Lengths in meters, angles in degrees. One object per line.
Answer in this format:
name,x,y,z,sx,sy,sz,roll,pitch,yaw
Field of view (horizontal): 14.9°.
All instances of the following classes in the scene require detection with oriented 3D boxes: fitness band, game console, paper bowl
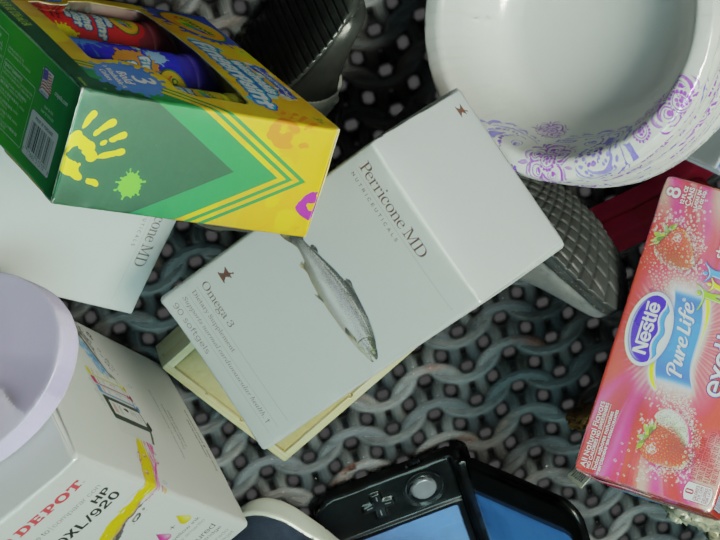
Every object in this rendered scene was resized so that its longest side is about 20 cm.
fitness band,0.167,-0.079,1.806,0.199,0.037,0.144,-26,134,-3
game console,0.081,0.234,1.957,0.175,0.117,0.201,-20,125,-1
paper bowl,0.147,-0.151,1.681,0.201,0.201,0.104,-52,155,20

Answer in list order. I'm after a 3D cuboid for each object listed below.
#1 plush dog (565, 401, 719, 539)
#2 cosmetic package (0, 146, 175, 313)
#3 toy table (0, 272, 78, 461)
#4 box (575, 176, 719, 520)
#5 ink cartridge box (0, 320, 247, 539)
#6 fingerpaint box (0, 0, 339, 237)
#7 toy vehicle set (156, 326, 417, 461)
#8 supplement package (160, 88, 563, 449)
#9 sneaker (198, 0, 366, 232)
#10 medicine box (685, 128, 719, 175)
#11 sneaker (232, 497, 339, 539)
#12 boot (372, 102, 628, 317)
plush dog,0.251,0.134,1.924,0.172,0.201,0.160,42,139,-23
cosmetic package,-0.216,-0.057,1.702,0.199,0.081,0.113,13,123,-21
toy table,-0.280,0.059,1.631,0.200,0.184,0.117,-32,153,17
box,0.214,0.051,1.764,0.095,0.100,0.201,17,86,13
ink cartridge box,-0.203,0.129,1.753,0.147,0.145,0.200,-39,148,13
fingerpaint box,-0.132,-0.099,1.603,0.166,0.200,0.074,8,110,-31
toy vehicle set,-0.023,0.028,1.846,0.200,0.027,0.124,-41,123,13
supplement package,0.000,0.000,1.662,0.200,0.117,0.117,-36,88,36
sneaker,-0.043,-0.101,1.732,0.088,0.074,0.200,18,127,-33
medicine box,0.310,-0.125,1.749,0.199,0.103,0.183,20,97,-31
sneaker,-0.009,0.239,1.921,0.199,0.085,0.075,24,134,-6
boot,0.064,-0.014,1.765,0.200,0.070,0.132,37,128,-13
